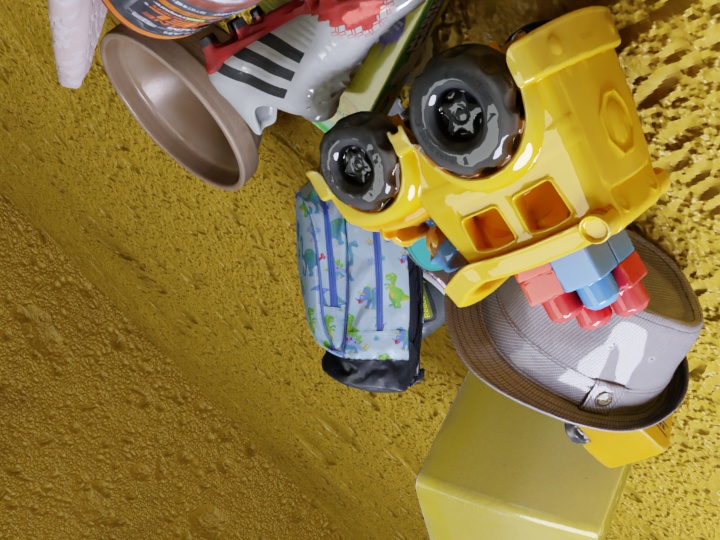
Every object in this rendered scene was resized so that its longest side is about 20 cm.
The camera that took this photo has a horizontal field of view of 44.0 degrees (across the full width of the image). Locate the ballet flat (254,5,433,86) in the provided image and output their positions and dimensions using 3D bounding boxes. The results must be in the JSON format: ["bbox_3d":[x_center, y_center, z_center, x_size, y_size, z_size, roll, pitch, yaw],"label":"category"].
[{"bbox_3d":[-0.026,-0.204,0.688,0.200,0.072,0.072,41,159,11],"label":"ballet flat"}]

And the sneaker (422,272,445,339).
[{"bbox_3d":[0.017,0.007,0.983,0.199,0.085,0.075,28,154,34],"label":"sneaker"}]

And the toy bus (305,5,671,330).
[{"bbox_3d":[0.091,-0.042,0.566,0.199,0.136,0.193,-23,96,43],"label":"toy bus"}]

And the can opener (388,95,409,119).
[{"bbox_3d":[0.033,-0.138,0.737,0.200,0.067,0.053,38,164,51],"label":"can opener"}]

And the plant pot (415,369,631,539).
[{"bbox_3d":[0.188,0.208,0.945,0.176,0.201,0.200,19,151,22],"label":"plant pot"}]

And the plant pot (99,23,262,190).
[{"bbox_3d":[-0.166,-0.188,0.924,0.200,0.093,0.201,36,159,16],"label":"plant pot"}]

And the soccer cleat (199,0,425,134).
[{"bbox_3d":[-0.022,-0.141,0.574,0.199,0.069,0.085,-9,120,41],"label":"soccer cleat"}]

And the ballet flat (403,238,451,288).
[{"bbox_3d":[0.089,-0.021,0.816,0.069,0.071,0.200,-21,133,23],"label":"ballet flat"}]

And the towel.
[{"bbox_3d":[-0.218,-0.274,0.737,0.032,0.192,0.200,15,162,-10],"label":"towel"}]

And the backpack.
[{"bbox_3d":[0.000,0.000,0.858,0.153,0.201,0.163,11,-175,-2],"label":"backpack"}]

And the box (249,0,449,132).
[{"bbox_3d":[-0.011,-0.178,0.614,0.117,0.048,0.200,39,134,9],"label":"box"}]

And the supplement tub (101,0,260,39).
[{"bbox_3d":[-0.125,-0.219,0.613,0.107,0.107,0.200,51,163,-22],"label":"supplement tub"}]

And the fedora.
[{"bbox_3d":[0.170,0.024,0.659,0.199,0.177,0.091,20,132,-7],"label":"fedora"}]

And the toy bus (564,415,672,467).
[{"bbox_3d":[0.201,0.092,0.812,0.065,0.078,0.200,-29,109,40],"label":"toy bus"}]
